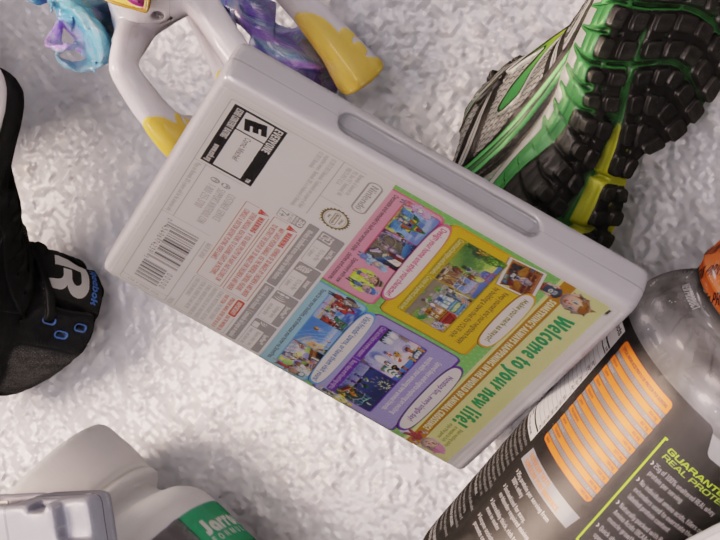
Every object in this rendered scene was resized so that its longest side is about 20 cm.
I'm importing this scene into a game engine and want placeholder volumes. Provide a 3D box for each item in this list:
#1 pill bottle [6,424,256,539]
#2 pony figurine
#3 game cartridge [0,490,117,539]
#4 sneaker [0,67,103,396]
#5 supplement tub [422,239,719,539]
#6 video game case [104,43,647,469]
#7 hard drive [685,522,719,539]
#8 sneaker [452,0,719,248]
[{"bbox_3d":[-0.075,0.169,1.325,0.200,0.113,0.113,42,111,12],"label":"pill bottle"},{"bbox_3d":[-0.075,-0.142,1.259,0.166,0.193,0.200,-30,104,27],"label":"pony figurine"},{"bbox_3d":[-0.178,0.166,1.301,0.199,0.040,0.134,-5,92,36],"label":"game cartridge"},{"bbox_3d":[-0.158,-0.016,1.332,0.200,0.111,0.073,-58,35,41],"label":"sneaker"},{"bbox_3d":[0.125,0.087,1.223,0.123,0.122,0.200,45,112,12],"label":"supplement tub"},{"bbox_3d":[0.000,0.000,1.209,0.181,0.022,0.200,30,152,-6],"label":"video game case"},{"bbox_3d":[0.171,0.143,1.185,0.199,0.027,0.132,-26,130,3],"label":"hard drive"},{"bbox_3d":[0.085,-0.076,1.243,0.200,0.078,0.085,-56,44,7],"label":"sneaker"}]
